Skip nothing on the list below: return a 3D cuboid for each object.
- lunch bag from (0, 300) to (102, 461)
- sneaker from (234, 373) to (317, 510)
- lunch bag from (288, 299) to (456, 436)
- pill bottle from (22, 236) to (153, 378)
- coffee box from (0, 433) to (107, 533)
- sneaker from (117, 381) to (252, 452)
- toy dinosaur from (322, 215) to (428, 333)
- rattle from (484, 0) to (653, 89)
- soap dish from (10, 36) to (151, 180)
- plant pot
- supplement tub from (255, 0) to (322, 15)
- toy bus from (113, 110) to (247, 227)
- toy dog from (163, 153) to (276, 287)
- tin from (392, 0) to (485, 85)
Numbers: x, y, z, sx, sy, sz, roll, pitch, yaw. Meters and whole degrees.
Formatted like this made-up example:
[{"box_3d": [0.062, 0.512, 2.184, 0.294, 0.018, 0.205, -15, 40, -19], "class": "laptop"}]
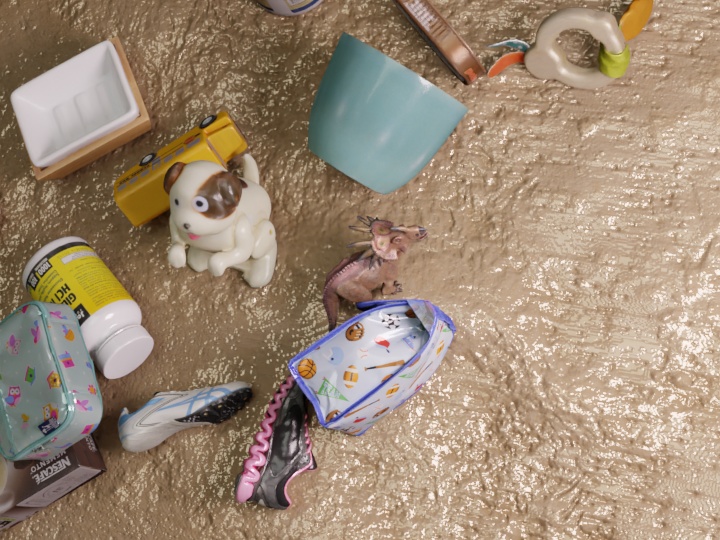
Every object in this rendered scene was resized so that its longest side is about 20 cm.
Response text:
[{"box_3d": [-0.441, 0.155, 1.511, 0.160, 0.077, 0.201, -31, 67, 22], "class": "lunch bag"}, {"box_3d": [-0.096, 0.231, 1.506, 0.095, 0.079, 0.201, 23, 83, -2], "class": "sneaker"}, {"box_3d": [0.026, 0.111, 1.442, 0.199, 0.170, 0.124, -35, 74, 6], "class": "lunch bag"}, {"box_3d": [-0.388, 0.055, 1.601, 0.112, 0.112, 0.200, -44, 69, 1], "class": "pill bottle"}, {"box_3d": [-0.478, 0.282, 1.585, 0.199, 0.080, 0.113, -30, 69, 6], "class": "coffee box"}, {"box_3d": [-0.247, 0.189, 1.552, 0.199, 0.072, 0.073, -21, 63, 6], "class": "sneaker"}, {"box_3d": [0.000, 0.000, 1.495, 0.200, 0.136, 0.086, -45, 69, 1], "class": "toy dinosaur"}, {"box_3d": [0.283, -0.330, 1.540, 0.199, 0.130, 0.144, -2, 62, 42], "class": "rattle"}, {"box_3d": [-0.425, -0.243, 1.707, 0.199, 0.081, 0.158, -27, 70, 8], "class": "soap dish"}, {"box_3d": [0.022, -0.202, 1.516, 0.200, 0.200, 0.162, 33, 98, 21], "class": "plant pot"}, {"box_3d": [-0.125, -0.476, 1.620, 0.143, 0.200, 0.145, -4, 75, 14], "class": "supplement tub"}, {"box_3d": [-0.262, -0.149, 1.628, 0.199, 0.065, 0.078, -31, 30, 6], "class": "toy bus"}, {"box_3d": [-0.190, -0.081, 1.535, 0.139, 0.200, 0.195, 24, 84, 19], "class": "toy dog"}, {"box_3d": [0.102, -0.342, 1.568, 0.042, 0.112, 0.200, -38, 69, 3], "class": "tin"}]
